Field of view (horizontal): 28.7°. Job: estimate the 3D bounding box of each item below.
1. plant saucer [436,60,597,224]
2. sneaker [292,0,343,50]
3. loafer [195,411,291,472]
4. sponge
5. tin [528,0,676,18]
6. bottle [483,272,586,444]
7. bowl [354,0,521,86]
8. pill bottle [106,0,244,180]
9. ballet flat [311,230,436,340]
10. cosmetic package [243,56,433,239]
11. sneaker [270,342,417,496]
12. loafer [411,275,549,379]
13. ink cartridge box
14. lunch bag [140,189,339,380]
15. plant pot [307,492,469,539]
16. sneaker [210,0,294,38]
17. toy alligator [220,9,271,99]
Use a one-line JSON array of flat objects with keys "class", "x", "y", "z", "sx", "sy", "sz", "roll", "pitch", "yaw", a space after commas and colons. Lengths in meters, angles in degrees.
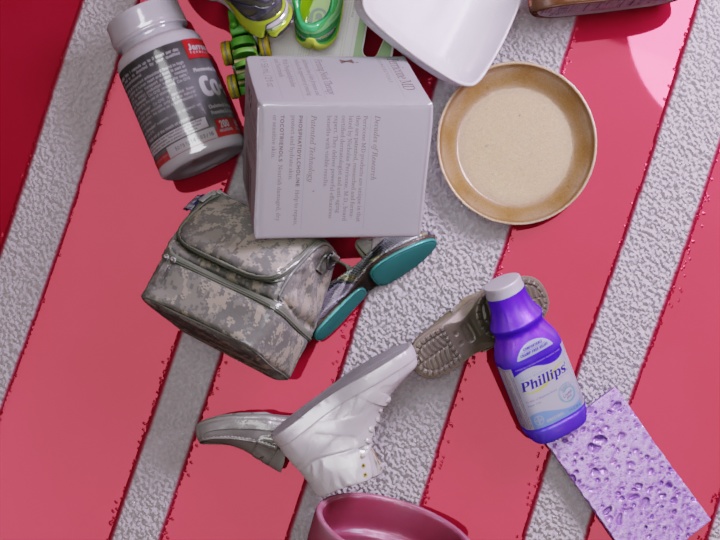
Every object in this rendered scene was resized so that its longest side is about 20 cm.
[{"class": "plant saucer", "x": 0.192, "y": -0.156, "z": 1.741, "sx": 0.197, "sy": 0.035, "sz": 0.204, "roll": 0, "pitch": 86, "yaw": 1}, {"class": "sneaker", "x": -0.043, "y": -0.370, "z": 1.692, "sx": 0.073, "sy": 0.084, "sz": 0.203, "roll": 3, "pitch": 85, "yaw": 4}, {"class": "loafer", "x": -0.103, "y": 0.210, "z": 1.709, "sx": 0.197, "sy": 0.070, "sz": 0.071, "roll": 1, "pitch": 78, "yaw": 1}, {"class": "sponge", "x": 0.325, "y": 0.256, "z": 1.712, "sx": 0.111, "sy": 0.030, "sz": 0.201, "roll": -36, "pitch": 85, "yaw": -1}, {"class": "tin", "x": 0.301, "y": -0.339, "z": 1.714, "sx": 0.197, "sy": 0.112, "sz": 0.043, "roll": -6, "pitch": 96, "yaw": 2}, {"class": "bottle", "x": 0.202, "y": 0.102, "z": 1.666, "sx": 0.083, "sy": 0.065, "sz": 0.202, "roll": -25, "pitch": 105, "yaw": -10}, {"class": "bowl", "x": 0.091, "y": -0.341, "z": 1.706, "sx": 0.199, "sy": 0.074, "sz": 0.202, "roll": 31, "pitch": 77, "yaw": -23}, {"class": "pill bottle", "x": -0.229, "y": -0.223, "z": 1.720, "sx": 0.113, "sy": 0.114, "sz": 0.202, "roll": -23, "pitch": 86, "yaw": 0}, {"class": "ballet flat", "x": 0.000, "y": 0.000, "z": 1.724, "sx": 0.200, "sy": 0.072, "sz": 0.072, "roll": -39, "pitch": 86, "yaw": -2}, {"class": "cosmetic package", "x": -0.033, "y": -0.146, "z": 1.640, "sx": 0.197, "sy": 0.168, "sz": 0.169, "roll": -1, "pitch": 117, "yaw": -10}, {"class": "sneaker", "x": 0.006, "y": 0.182, "z": 1.659, "sx": 0.199, "sy": 0.074, "sz": 0.116, "roll": -36, "pitch": 96, "yaw": 5}, {"class": "loafer", "x": 0.138, "y": 0.065, "z": 1.714, "sx": 0.198, "sy": 0.068, "sz": 0.077, "roll": -25, "pitch": 98, "yaw": -16}, {"class": "ink cartridge box", "x": -0.052, "y": -0.304, "z": 1.753, "sx": 0.197, "sy": 0.048, "sz": 0.148, "roll": 10, "pitch": 87, "yaw": 2}, {"class": "lunch bag", "x": -0.140, "y": 0.009, "z": 1.674, "sx": 0.198, "sy": 0.139, "sz": 0.169, "roll": 23, "pitch": 76, "yaw": 27}, {"class": "plant pot", "x": 0.019, "y": 0.384, "z": 1.643, "sx": 0.197, "sy": 0.200, "sz": 0.181, "roll": 17, "pitch": 102, "yaw": 3}, {"class": "sneaker", "x": -0.161, "y": -0.359, "z": 1.677, "sx": 0.199, "sy": 0.081, "sz": 0.074, "roll": 34, "pitch": 71, "yaw": 25}, {"class": "toy alligator", "x": -0.142, "y": -0.278, "z": 1.707, "sx": 0.058, "sy": 0.054, "sz": 0.203, "roll": -11, "pitch": 86, "yaw": 3}]
